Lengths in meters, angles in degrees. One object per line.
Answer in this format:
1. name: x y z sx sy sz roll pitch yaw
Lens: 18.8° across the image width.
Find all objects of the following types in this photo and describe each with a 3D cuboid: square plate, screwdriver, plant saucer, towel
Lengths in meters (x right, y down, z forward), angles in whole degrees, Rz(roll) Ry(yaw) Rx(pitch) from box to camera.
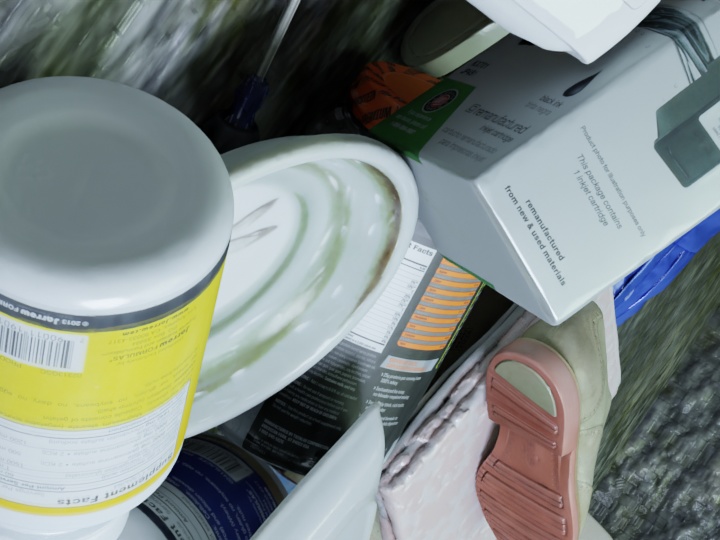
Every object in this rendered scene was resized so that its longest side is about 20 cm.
1. square plate: -0.050 0.184 1.094 0.200 0.028 0.198 -48 162 -29
2. screwdriver: -0.037 -0.099 0.981 0.029 0.028 0.200 6 125 -42
3. plant saucer: -0.067 0.000 0.997 0.200 0.050 0.200 -29 152 -17
4. towel: 0.082 0.095 1.289 0.200 0.032 0.191 -46 153 -18

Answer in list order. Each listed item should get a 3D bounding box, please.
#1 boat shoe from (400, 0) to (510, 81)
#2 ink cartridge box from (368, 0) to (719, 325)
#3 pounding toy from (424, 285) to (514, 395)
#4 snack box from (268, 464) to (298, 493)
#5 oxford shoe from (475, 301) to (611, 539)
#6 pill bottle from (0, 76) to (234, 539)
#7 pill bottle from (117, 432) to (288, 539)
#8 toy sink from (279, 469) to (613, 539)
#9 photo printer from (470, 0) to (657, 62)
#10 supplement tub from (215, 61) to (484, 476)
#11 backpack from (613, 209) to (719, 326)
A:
1. boat shoe: 0.120 -0.145 1.151 0.202 0.060 0.072 -27 -144 22
2. ink cartridge box: 0.124 -0.077 1.004 0.200 0.083 0.147 -35 -160 -9
3. pounding toy: 0.028 0.025 1.312 0.200 0.142 0.184 -4 126 -59
4. snack box: -0.109 0.237 1.393 0.169 0.068 0.200 -45 160 -36
5. oxford shoe: 0.114 0.100 1.236 0.074 0.071 0.200 -42 152 -32
6. pill bottle: -0.117 0.030 0.842 0.112 0.112 0.200 -45 161 -39
7. pill bottle: -0.120 0.156 1.093 0.116 0.116 0.200 -62 164 19
8. toy sink: 0.047 0.173 1.465 0.130 0.200 0.112 -46 -179 -37
9. photo printer: 0.077 -0.189 0.880 0.200 0.069 0.166 31 94 -39
10. supplement tub: 0.000 0.000 1.137 0.200 0.122 0.122 -62 165 19
11. backpack: 0.146 -0.060 1.426 0.200 0.163 0.168 -47 159 15
